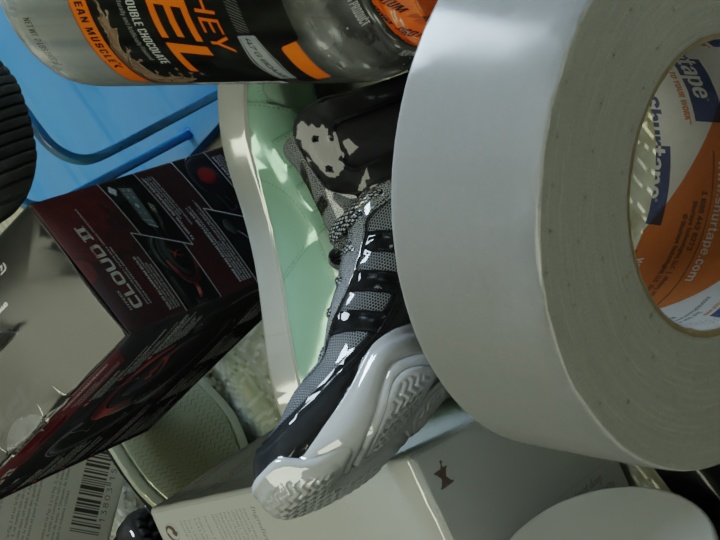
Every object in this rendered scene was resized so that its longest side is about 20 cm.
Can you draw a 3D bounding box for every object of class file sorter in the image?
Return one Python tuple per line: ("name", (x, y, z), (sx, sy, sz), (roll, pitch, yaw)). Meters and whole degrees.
("file sorter", (-0.170, -0.077, 1.179), (0.139, 0.123, 0.200), (55, 140, 5))

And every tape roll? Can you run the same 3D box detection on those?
("tape roll", (0.100, -0.033, 0.867), (0.066, 0.200, 0.201), (9, 120, 43))

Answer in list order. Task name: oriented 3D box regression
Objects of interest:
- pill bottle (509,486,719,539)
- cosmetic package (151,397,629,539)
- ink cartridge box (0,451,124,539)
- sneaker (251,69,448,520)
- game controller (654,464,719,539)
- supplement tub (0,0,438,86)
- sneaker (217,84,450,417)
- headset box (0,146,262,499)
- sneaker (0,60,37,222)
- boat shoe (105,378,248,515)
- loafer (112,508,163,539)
("pill bottle", (0.125, 0.196, 1.027), (0.116, 0.116, 0.201), (10, 131, 42))
("cosmetic package", (0.011, 0.107, 1.116), (0.200, 0.113, 0.081), (-14, 103, 51))
("ink cartridge box", (-0.210, 0.158, 1.262), (0.045, 0.176, 0.201), (10, 85, 41))
("sneaker", (0.000, 0.000, 1.002), (0.114, 0.200, 0.076), (39, 169, 13))
("game controller", (0.192, 0.102, 0.992), (0.200, 0.042, 0.104), (52, 125, 7))
("supplement tub", (-0.042, -0.136, 0.997), (0.199, 0.122, 0.123), (1, 115, 34))
("sneaker", (0.009, -0.034, 1.079), (0.118, 0.074, 0.201), (-13, 85, 17))
("headset box", (-0.127, 0.028, 1.110), (0.149, 0.200, 0.075), (-44, 80, 28))
("sneaker", (-0.209, -0.069, 1.077), (0.200, 0.074, 0.089), (45, 139, 31))
("boat shoe", (-0.079, 0.121, 1.247), (0.200, 0.072, 0.068), (48, 145, 12))
("loafer", (-0.067, 0.215, 1.273), (0.071, 0.073, 0.200), (-44, 81, 20))
